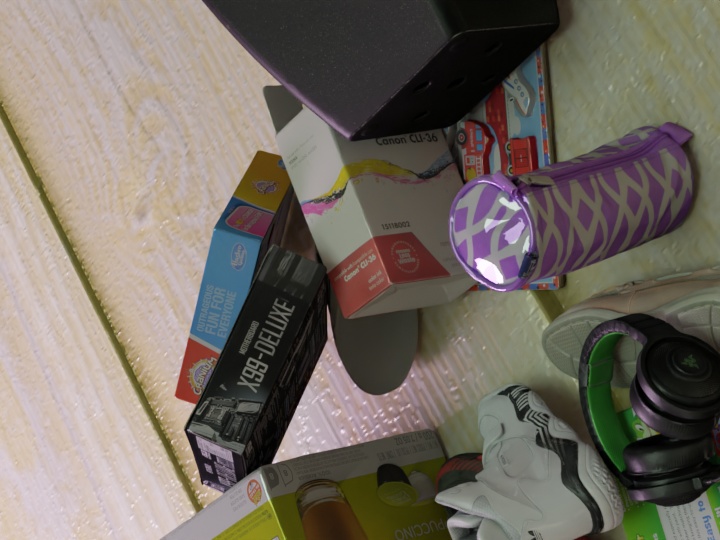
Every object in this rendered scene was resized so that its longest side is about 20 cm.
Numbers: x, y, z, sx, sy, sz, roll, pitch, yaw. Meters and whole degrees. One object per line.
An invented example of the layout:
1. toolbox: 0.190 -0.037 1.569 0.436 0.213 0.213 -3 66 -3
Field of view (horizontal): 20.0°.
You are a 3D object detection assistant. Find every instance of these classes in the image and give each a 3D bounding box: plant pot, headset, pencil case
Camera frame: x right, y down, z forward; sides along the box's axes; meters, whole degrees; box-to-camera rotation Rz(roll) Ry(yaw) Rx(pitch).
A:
1. plant pot: 0.028 -0.210 1.509 0.199 0.199 0.178 -42 71 36
2. headset: 0.225 0.104 1.379 0.200 0.093 0.125 39 136 52
3. pencil case: 0.147 -0.047 1.403 0.084 0.199 0.086 31 123 33

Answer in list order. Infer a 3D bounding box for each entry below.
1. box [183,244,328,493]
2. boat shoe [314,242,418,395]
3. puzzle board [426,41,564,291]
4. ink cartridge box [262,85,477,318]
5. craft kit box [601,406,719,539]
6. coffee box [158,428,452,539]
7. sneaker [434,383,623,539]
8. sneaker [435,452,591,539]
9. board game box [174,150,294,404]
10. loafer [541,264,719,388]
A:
1. box: -0.077 0.086 1.595 0.049 0.200 0.159 22 74 6
2. boat shoe: 0.000 0.000 1.669 0.064 0.070 0.202 -150 50 -77
3. puzzle board: 0.091 -0.084 1.588 0.150 0.017 0.202 -2 93 47
4. ink cartridge box: 0.012 -0.072 1.580 0.067 0.116 0.201 -38 68 45
5. craft kit box: 0.268 0.171 1.412 0.197 0.048 0.202 -26 76 43
6. coffee box: -0.028 0.268 1.627 0.200 0.199 0.199 -38 69 42
7. sneaker: 0.102 0.153 1.496 0.200 0.114 0.076 40 154 64
8. sneaker: 0.113 0.207 1.544 0.200 0.097 0.071 42 125 37
9. board game box: -0.100 0.004 1.690 0.040 0.200 0.154 16 112 1
10. loafer: 0.216 0.035 1.449 0.199 0.063 0.072 -14 118 50
